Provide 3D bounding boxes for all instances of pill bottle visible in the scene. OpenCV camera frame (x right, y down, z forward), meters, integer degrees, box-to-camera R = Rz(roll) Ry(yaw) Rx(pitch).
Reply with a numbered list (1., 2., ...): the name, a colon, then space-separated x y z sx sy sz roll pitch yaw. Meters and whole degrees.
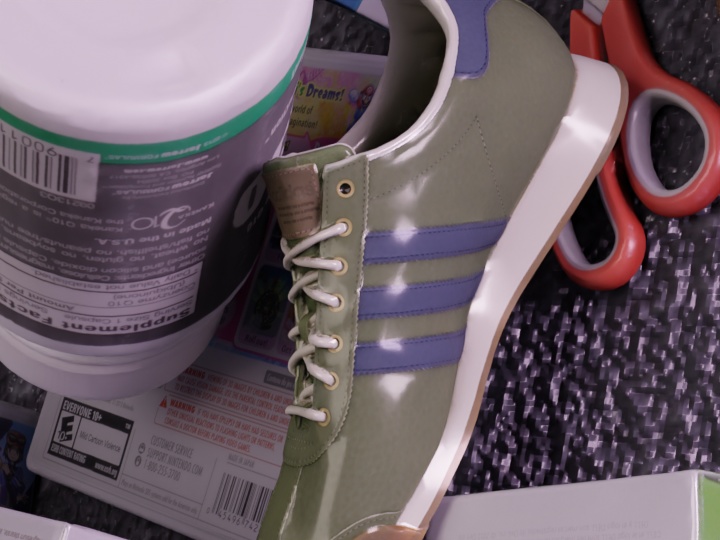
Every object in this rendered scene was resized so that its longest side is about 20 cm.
1. pill bottle: -0.081 -0.043 0.701 0.200 0.112 0.114 108 159 -61

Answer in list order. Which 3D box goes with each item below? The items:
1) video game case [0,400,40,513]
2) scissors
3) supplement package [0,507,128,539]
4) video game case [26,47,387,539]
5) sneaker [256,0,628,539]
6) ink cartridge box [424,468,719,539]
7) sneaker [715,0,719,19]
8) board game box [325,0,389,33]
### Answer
1. video game case: -0.207 0.119 0.802 0.023 0.199 0.184 -8 68 40
2. scissors: 0.074 -0.089 0.723 0.073 0.014 0.201 -36 53 35
3. supplement package: -0.109 0.139 0.722 0.199 0.155 0.112 5 76 48
4. video game case: -0.037 0.008 0.799 0.199 0.024 0.183 13 84 49
5. sneaker: 0.000 0.000 0.658 0.067 0.090 0.201 -1 59 62
6. ink cartridge box: 0.064 0.161 0.599 0.103 0.059 0.202 -12 66 46
7. sneaker: 0.174 -0.095 0.594 0.199 0.070 0.076 15 103 54
8. board game box: 0.005 -0.195 0.737 0.047 0.150 0.201 30 97 48
